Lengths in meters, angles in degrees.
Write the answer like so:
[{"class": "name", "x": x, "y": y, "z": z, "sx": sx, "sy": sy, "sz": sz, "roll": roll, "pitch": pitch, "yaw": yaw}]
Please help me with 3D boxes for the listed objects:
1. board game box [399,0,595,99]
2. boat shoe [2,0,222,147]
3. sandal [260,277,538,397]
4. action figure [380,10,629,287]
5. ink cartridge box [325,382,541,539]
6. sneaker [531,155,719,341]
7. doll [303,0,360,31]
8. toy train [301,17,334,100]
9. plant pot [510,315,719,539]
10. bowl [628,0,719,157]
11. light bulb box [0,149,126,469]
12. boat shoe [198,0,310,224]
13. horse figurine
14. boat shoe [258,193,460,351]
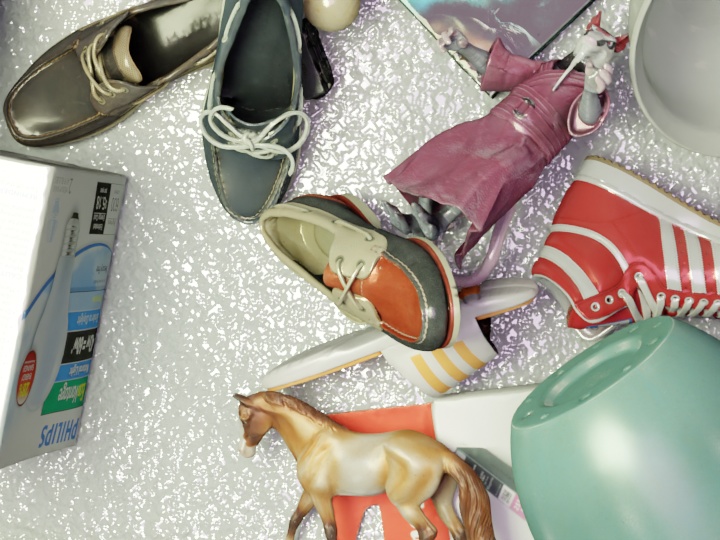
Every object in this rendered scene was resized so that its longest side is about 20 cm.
[{"class": "board game box", "x": 0.117, "y": -0.235, "z": 1.512, "sx": 0.200, "sy": 0.028, "sz": 0.135, "roll": -44, "pitch": 85, "yaw": 5}, {"class": "boat shoe", "x": -0.164, "y": -0.150, "z": 1.523, "sx": 0.200, "sy": 0.073, "sz": 0.075, "roll": -30, "pitch": 87, "yaw": 6}, {"class": "sandal", "x": 0.034, "y": 0.060, "z": 1.505, "sx": 0.206, "sy": 0.079, "sz": 0.059, "roll": -21, "pitch": 95, "yaw": 18}, {"class": "action figure", "x": 0.113, "y": -0.087, "z": 1.458, "sx": 0.200, "sy": 0.149, "sz": 0.134, "roll": -42, "pitch": 46, "yaw": -9}, {"class": "ink cartridge box", "x": 0.067, "y": 0.185, "z": 1.516, "sx": 0.173, "sy": 0.044, "sz": 0.201, "roll": -8, "pitch": 90, "yaw": 5}, {"class": "sneaker", "x": 0.211, "y": 0.017, "z": 1.474, "sx": 0.200, "sy": 0.071, "sz": 0.113, "roll": 30, "pitch": 80, "yaw": 13}, {"class": "doll", "x": 0.004, "y": -0.256, "z": 1.498, "sx": 0.136, "sy": 0.048, "sz": 0.201, "roll": 14, "pitch": 81, "yaw": 21}, {"class": "toy train", "x": -0.061, "y": -0.214, "z": 1.525, "sx": 0.034, "sy": 0.046, "sz": 0.201, "roll": -19, "pitch": 91, "yaw": 13}, {"class": "plant pot", "x": 0.189, "y": 0.129, "z": 1.407, "sx": 0.200, "sy": 0.201, "sz": 0.161, "roll": -34, "pitch": 98, "yaw": 6}, {"class": "bowl", "x": 0.256, "y": -0.180, "z": 1.446, "sx": 0.200, "sy": 0.091, "sz": 0.202, "roll": -10, "pitch": 131, "yaw": -11}, {"class": "light bulb box", "x": -0.255, "y": 0.019, "z": 1.473, "sx": 0.124, "sy": 0.198, "sz": 0.201, "roll": 11, "pitch": 93, "yaw": 8}, {"class": "boat shoe", "x": -0.069, "y": -0.112, "z": 1.482, "sx": 0.075, "sy": 0.062, "sz": 0.201, "roll": 9, "pitch": 122, "yaw": -5}, {"class": "horse figurine", "x": 0.009, "y": 0.151, "z": 1.492, "sx": 0.199, "sy": 0.050, "sz": 0.133, "roll": 4, "pitch": 99, "yaw": 25}, {"class": "boat shoe", "x": 0.000, "y": 0.000, "z": 1.450, "sx": 0.062, "sy": 0.200, "sz": 0.071, "roll": -3, "pitch": 115, "yaw": -28}]
